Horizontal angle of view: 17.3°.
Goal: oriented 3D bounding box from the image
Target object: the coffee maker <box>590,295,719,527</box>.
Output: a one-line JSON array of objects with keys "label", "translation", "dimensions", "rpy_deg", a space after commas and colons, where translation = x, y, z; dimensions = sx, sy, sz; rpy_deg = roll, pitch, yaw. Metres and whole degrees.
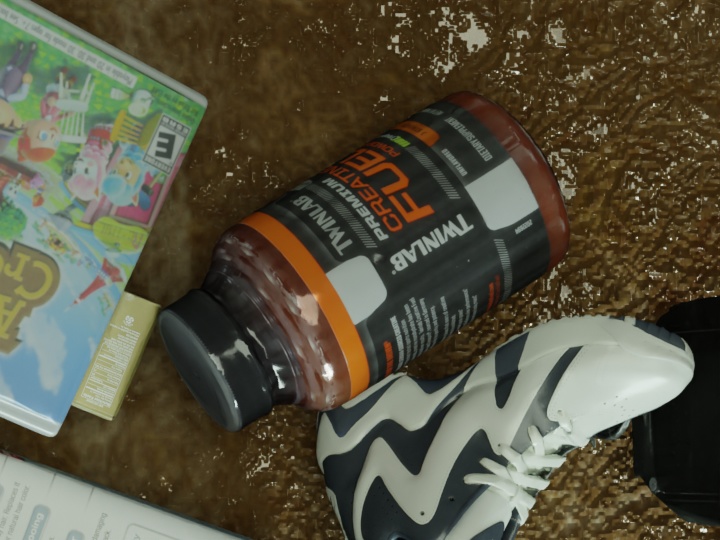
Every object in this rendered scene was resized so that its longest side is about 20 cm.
[{"label": "coffee maker", "translation": [0.252, 0.068, 1.227], "dimensions": [0.200, 0.192, 0.135], "rpy_deg": [5, 107, -30]}]

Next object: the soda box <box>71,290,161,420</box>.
[{"label": "soda box", "translation": [-0.204, 0.008, 1.180], "dimensions": [0.200, 0.068, 0.064], "rpy_deg": [24, 85, -9]}]

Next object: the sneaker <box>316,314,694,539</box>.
[{"label": "sneaker", "translation": [0.074, 0.104, 1.172], "dimensions": [0.199, 0.079, 0.130], "rpy_deg": [-12, 57, 13]}]

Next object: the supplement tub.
[{"label": "supplement tub", "translation": [0.000, 0.000, 1.185], "dimensions": [0.200, 0.107, 0.107], "rpy_deg": [-33, 95, -19]}]

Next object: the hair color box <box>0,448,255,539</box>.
[{"label": "hair color box", "translation": [-0.141, 0.157, 1.194], "dimensions": [0.200, 0.061, 0.099], "rpy_deg": [21, 85, -10]}]

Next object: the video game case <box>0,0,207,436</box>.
[{"label": "video game case", "translation": [-0.186, -0.040, 1.097], "dimensions": [0.200, 0.022, 0.182], "rpy_deg": [28, 84, -35]}]
